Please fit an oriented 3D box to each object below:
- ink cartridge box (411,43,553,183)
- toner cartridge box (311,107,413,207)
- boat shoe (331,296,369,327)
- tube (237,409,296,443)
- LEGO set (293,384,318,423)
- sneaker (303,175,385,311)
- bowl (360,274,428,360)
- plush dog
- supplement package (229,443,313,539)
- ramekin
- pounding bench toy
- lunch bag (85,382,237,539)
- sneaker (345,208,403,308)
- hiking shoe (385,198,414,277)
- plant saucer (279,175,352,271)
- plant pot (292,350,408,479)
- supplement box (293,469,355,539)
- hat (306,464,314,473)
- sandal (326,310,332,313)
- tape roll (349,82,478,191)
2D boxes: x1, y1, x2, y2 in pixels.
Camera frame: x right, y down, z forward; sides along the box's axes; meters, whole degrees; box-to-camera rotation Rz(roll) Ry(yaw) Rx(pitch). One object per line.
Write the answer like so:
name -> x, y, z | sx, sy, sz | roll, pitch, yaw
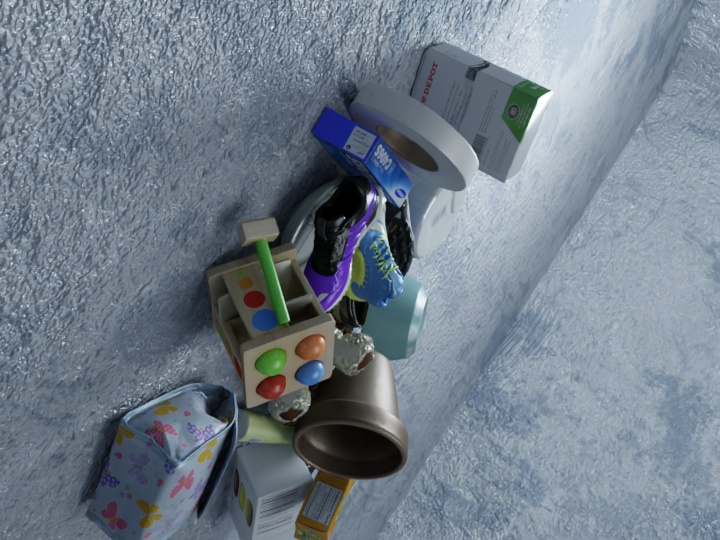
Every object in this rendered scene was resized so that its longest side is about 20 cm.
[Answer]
ink cartridge box -> 0.183, -0.256, 1.208 | 0.084, 0.198, 0.148 | -34, 150, -52
toner cartridge box -> 0.008, -0.158, 1.084 | 0.044, 0.094, 0.200 | -56, 159, -1
boat shoe -> 0.000, 0.000, 1.284 | 0.073, 0.064, 0.203 | -20, 125, -49
tube -> -0.146, 0.276, 1.309 | 0.052, 0.058, 0.199 | -41, 145, 18
LEGO set -> -0.060, 0.230, 1.422 | 0.200, 0.115, 0.155 | -45, 156, -33
sneaker -> -0.041, -0.042, 1.035 | 0.203, 0.069, 0.099 | -66, 157, -3
bowl -> 0.070, 0.090, 1.459 | 0.201, 0.103, 0.205 | 12, 90, -80
plush dog -> -0.091, 0.137, 1.246 | 0.199, 0.161, 0.172 | -36, 173, -9
supplement package -> -0.169, 0.416, 1.393 | 0.108, 0.114, 0.202 | -12, 134, -27
ramekin -> 0.110, -0.120, 1.364 | 0.201, 0.097, 0.202 | -47, 156, -28
pounding bench toy -> -0.112, 0.052, 0.955 | 0.122, 0.157, 0.202 | -18, 142, -20
lunch bag -> -0.248, 0.260, 1.028 | 0.171, 0.126, 0.200 | -63, 166, 18
sneaker -> 0.032, -0.022, 1.168 | 0.076, 0.104, 0.202 | -44, 157, -40
hiking shoe -> 0.056, -0.079, 1.250 | 0.087, 0.073, 0.204 | -76, 168, -70
plant saucer -> -0.068, -0.056, 1.112 | 0.200, 0.050, 0.202 | -47, 156, -29
plant pot -> -0.007, 0.237, 1.301 | 0.202, 0.196, 0.177 | 96, 4, -49
supplement box -> -0.051, 0.387, 1.344 | 0.067, 0.068, 0.201 | 98, 17, -46
hat -> -0.130, 0.391, 1.534 | 0.201, 0.080, 0.202 | -46, 156, -27
sandal -> -0.011, 0.067, 1.402 | 0.081, 0.054, 0.199 | -64, 159, 14
tape roll -> 0.073, -0.183, 1.051 | 0.037, 0.201, 0.203 | -55, 159, -5
